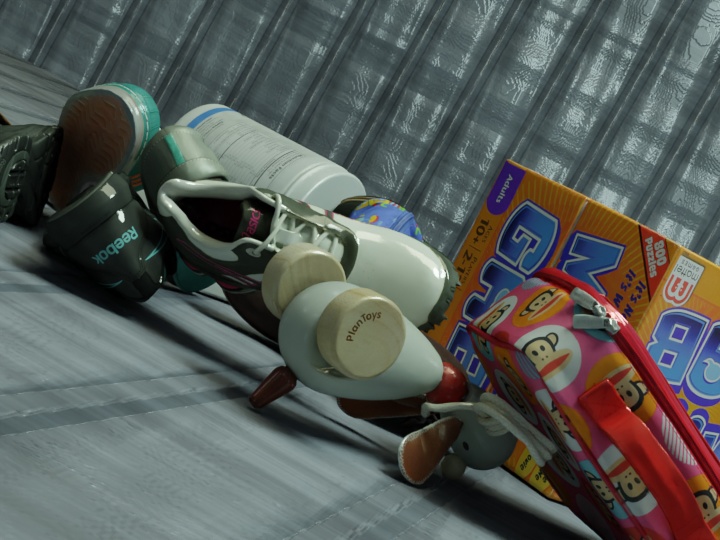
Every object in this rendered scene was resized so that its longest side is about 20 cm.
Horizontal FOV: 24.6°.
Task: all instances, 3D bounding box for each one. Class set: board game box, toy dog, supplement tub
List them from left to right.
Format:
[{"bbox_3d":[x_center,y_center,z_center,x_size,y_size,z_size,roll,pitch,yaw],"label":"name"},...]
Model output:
[{"bbox_3d":[-0.106,-0.079,1.703,0.199,0.133,0.132,30,5,32],"label":"supplement tub"},{"bbox_3d":[0.009,0.076,0.974,0.200,0.096,0.132,41,-2,-13],"label":"toy dog"},{"bbox_3d":[0.191,0.065,1.277,0.199,0.201,0.200,23,6,-40],"label":"board game box"}]

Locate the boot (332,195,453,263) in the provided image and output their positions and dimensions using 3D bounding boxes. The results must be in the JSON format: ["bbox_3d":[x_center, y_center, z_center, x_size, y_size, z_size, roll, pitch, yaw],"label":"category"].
[{"bbox_3d":[-0.007,-0.008,1.542,0.137,0.078,0.200,-10,30,-33],"label":"boot"}]

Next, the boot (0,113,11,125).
[{"bbox_3d":[-0.316,-0.129,1.266,0.154,0.077,0.200,20,7,21],"label":"boot"}]

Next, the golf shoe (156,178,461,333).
[{"bbox_3d":[-0.038,-0.008,1.030,0.198,0.078,0.088,14,-12,19],"label":"golf shoe"}]

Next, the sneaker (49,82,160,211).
[{"bbox_3d":[-0.177,-0.098,1.225,0.072,0.079,0.200,65,-28,2],"label":"sneaker"}]

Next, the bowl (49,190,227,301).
[{"bbox_3d":[-0.141,-0.038,1.385,0.199,0.075,0.199,31,5,41],"label":"bowl"}]

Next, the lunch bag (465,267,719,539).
[{"bbox_3d":[0.152,0.100,0.984,0.201,0.082,0.176,56,-4,-12],"label":"lunch bag"}]

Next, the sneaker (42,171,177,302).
[{"bbox_3d":[-0.166,-0.016,1.102,0.079,0.075,0.200,51,-2,-7],"label":"sneaker"}]

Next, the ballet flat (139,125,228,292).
[{"bbox_3d":[-0.123,-0.047,1.185,0.064,0.067,0.200,60,-13,16],"label":"ballet flat"}]

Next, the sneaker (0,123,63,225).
[{"bbox_3d":[-0.263,-0.078,1.145,0.090,0.077,0.200,16,0,2],"label":"sneaker"}]

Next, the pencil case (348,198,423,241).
[{"bbox_3d":[0.000,0.000,1.376,0.078,0.087,0.200,52,22,-6],"label":"pencil case"}]

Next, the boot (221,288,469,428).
[{"bbox_3d":[-0.002,0.049,1.164,0.199,0.073,0.166,29,1,-14],"label":"boot"}]
